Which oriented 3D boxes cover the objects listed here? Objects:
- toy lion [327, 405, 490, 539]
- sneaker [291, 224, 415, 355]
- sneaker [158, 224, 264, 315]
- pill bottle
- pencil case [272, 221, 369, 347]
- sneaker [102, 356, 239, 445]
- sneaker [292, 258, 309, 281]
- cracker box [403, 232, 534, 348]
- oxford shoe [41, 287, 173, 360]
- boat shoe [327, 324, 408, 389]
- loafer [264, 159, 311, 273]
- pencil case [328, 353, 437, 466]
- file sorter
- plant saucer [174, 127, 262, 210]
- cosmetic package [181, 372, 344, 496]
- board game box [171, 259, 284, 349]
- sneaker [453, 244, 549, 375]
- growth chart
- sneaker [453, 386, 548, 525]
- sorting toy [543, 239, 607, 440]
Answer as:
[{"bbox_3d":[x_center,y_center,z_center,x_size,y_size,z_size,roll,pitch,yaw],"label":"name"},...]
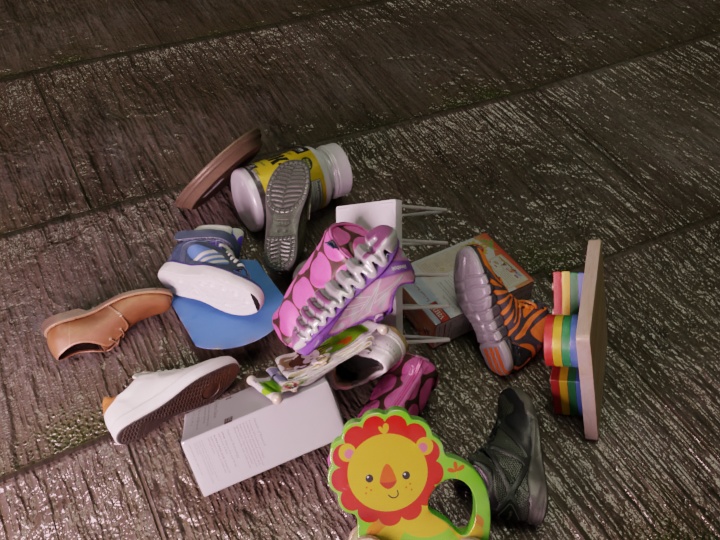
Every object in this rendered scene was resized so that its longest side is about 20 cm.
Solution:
[{"bbox_3d":[0.058,0.262,1.007,0.196,0.196,0.069,2,1,-1],"label":"toy lion"},{"bbox_3d":[-0.004,0.041,1.081,0.200,0.088,0.081,-46,23,2],"label":"sneaker"},{"bbox_3d":[-0.206,-0.017,1.311,0.197,0.081,0.147,12,48,27],"label":"sneaker"},{"bbox_3d":[-0.120,-0.152,1.489,0.197,0.116,0.114,-22,48,-24],"label":"pill bottle"},{"bbox_3d":[-0.053,0.028,1.192,0.090,0.201,0.094,0,47,-38],"label":"pencil case"},{"bbox_3d":[-0.269,0.158,1.181,0.198,0.074,0.085,-25,52,-25],"label":"sneaker"},{"bbox_3d":[0.000,0.000,1.353,0.198,0.077,0.114,-30,54,-26],"label":"sneaker"},{"bbox_3d":[0.160,0.028,1.352,0.197,0.058,0.134,-21,49,-24],"label":"cracker box"},{"bbox_3d":[-0.373,0.084,1.271,0.197,0.072,0.072,-21,65,-15],"label":"oxford shoe"},{"bbox_3d":[-0.024,0.130,1.156,0.071,0.199,0.069,52,45,-12],"label":"boat shoe"},{"bbox_3d":[-0.121,-0.087,1.392,0.074,0.070,0.204,6,71,9],"label":"loafer"},{"bbox_3d":[0.037,0.196,1.132,0.089,0.095,0.201,23,46,13],"label":"pencil case"},{"bbox_3d":[0.051,0.006,1.231,0.123,0.205,0.138,0,-1,-39],"label":"file sorter"},{"bbox_3d":[-0.243,-0.172,1.472,0.030,0.200,0.200,48,52,-5],"label":"plant saucer"},{"bbox_3d":[-0.123,0.198,1.080,0.197,0.082,0.113,-24,13,-5],"label":"cosmetic package"},{"bbox_3d":[-0.203,0.063,1.314,0.156,0.039,0.200,-24,43,-19],"label":"board game box"},{"bbox_3d":[0.215,0.046,1.270,0.111,0.203,0.077,-24,9,-29],"label":"sneaker"},{"bbox_3d":[-0.056,0.110,1.097,0.198,0.018,0.144,-30,16,-24],"label":"growth chart"},{"bbox_3d":[0.181,0.237,1.119,0.112,0.077,0.202,7,48,-5],"label":"sneaker"},{"bbox_3d":[0.306,0.096,1.196,0.068,0.201,0.202,1,40,21],"label":"sorting toy"}]
